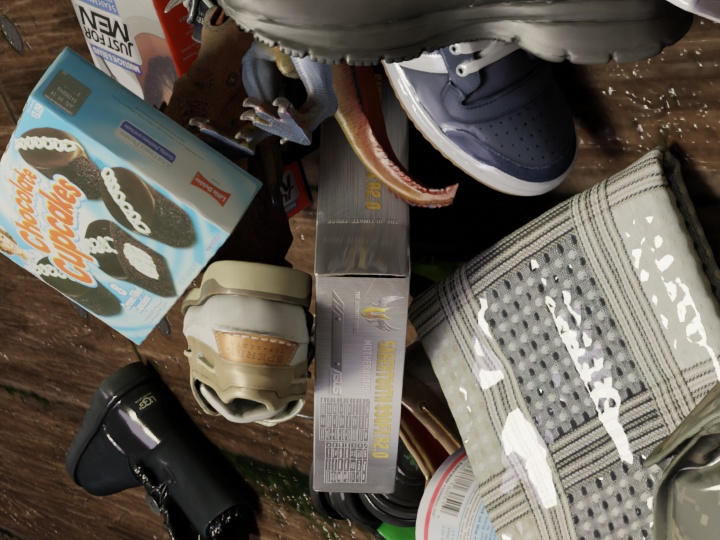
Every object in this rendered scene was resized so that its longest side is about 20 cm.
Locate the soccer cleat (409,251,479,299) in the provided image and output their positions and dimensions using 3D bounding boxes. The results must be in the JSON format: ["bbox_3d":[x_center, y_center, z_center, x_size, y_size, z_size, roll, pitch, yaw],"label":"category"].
[{"bbox_3d":[0.089,0.050,1.016,0.199,0.067,0.082,30,114,43],"label":"soccer cleat"}]

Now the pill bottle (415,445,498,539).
[{"bbox_3d":[0.124,0.154,1.047,0.200,0.108,0.109,8,128,59],"label":"pill bottle"}]

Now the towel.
[{"bbox_3d":[0.111,0.071,0.929,0.192,0.034,0.201,-32,75,44],"label":"towel"}]

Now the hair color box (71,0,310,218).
[{"bbox_3d":[-0.110,-0.121,1.194,0.111,0.064,0.201,24,142,48],"label":"hair color box"}]

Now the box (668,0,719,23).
[{"bbox_3d":[0.092,-0.181,0.619,0.200,0.106,0.153,39,108,33],"label":"box"}]

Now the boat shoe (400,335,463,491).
[{"bbox_3d":[0.066,0.132,1.172,0.074,0.069,0.201,-3,118,62],"label":"boat shoe"}]

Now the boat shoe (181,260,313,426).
[{"bbox_3d":[-0.062,0.045,1.024,0.200,0.074,0.069,101,176,-80],"label":"boat shoe"}]

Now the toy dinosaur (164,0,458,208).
[{"bbox_3d":[-0.034,-0.141,0.972,0.199,0.183,0.105,27,155,-20],"label":"toy dinosaur"}]

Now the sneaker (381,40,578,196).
[{"bbox_3d":[0.047,-0.132,0.888,0.201,0.070,0.108,58,157,3],"label":"sneaker"}]

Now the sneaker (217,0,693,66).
[{"bbox_3d":[0.037,-0.135,0.813,0.076,0.198,0.091,-85,-8,-65],"label":"sneaker"}]

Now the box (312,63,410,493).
[{"bbox_3d":[0.000,0.000,1.050,0.201,0.048,0.159,92,178,-52],"label":"box"}]

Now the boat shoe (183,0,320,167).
[{"bbox_3d":[-0.063,-0.147,1.070,0.072,0.068,0.201,27,142,47],"label":"boat shoe"}]

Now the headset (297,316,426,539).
[{"bbox_3d":[0.022,0.119,1.264,0.200,0.094,0.123,47,154,-17],"label":"headset"}]

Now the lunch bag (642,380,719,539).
[{"bbox_3d":[0.194,0.069,0.746,0.117,0.164,0.201,28,142,35],"label":"lunch bag"}]

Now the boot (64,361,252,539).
[{"bbox_3d":[-0.170,0.189,1.661,0.169,0.076,0.200,53,149,16],"label":"boot"}]

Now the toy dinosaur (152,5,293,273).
[{"bbox_3d":[-0.072,-0.043,1.067,0.135,0.086,0.201,9,142,39],"label":"toy dinosaur"}]

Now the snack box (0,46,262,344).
[{"bbox_3d":[-0.132,-0.032,1.016,0.116,0.037,0.200,35,155,-6],"label":"snack box"}]
